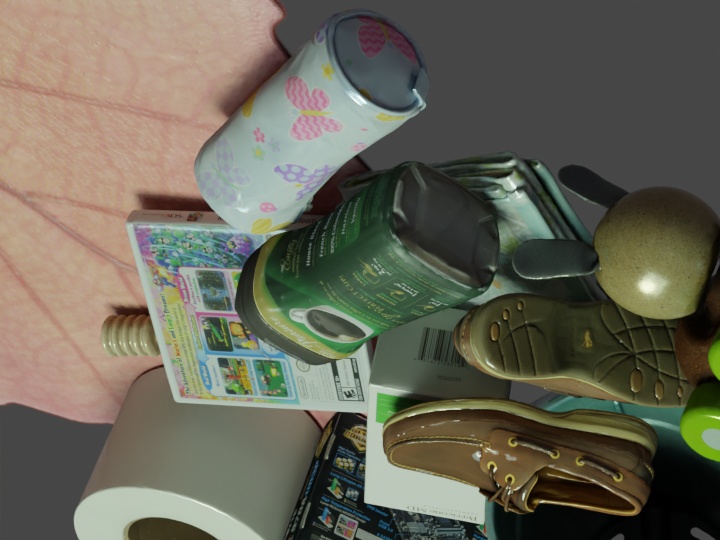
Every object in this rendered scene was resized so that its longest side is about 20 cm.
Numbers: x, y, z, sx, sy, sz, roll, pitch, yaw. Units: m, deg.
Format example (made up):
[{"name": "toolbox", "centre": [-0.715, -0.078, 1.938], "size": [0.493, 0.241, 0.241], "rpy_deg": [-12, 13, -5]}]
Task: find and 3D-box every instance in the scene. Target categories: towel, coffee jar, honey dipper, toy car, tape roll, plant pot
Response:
[{"name": "towel", "centre": [0.093, -0.006, 1.350], "size": [0.171, 0.048, 0.200], "rpy_deg": [-6, 135, 34]}, {"name": "coffee jar", "centre": [0.000, 0.000, 1.292], "size": [0.104, 0.085, 0.200], "rpy_deg": [30, 144, -28]}, {"name": "honey dipper", "centre": [-0.125, 0.056, 1.528], "size": [0.200, 0.038, 0.038], "rpy_deg": [-1, 138, 21]}, {"name": "toy car", "centre": [0.210, 0.004, 1.228], "size": [0.200, 0.164, 0.158], "rpy_deg": [23, 143, 11]}, {"name": "tape roll", "centre": [-0.142, 0.200, 1.625], "size": [0.202, 0.139, 0.203], "rpy_deg": [12, 142, 9]}, {"name": "plant pot", "centre": [0.217, 0.215, 1.399], "size": [0.200, 0.200, 0.196], "rpy_deg": [2, 151, 21]}]

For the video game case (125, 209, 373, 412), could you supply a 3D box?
[{"name": "video game case", "centre": [-0.084, 0.035, 1.463], "size": [0.182, 0.024, 0.200], "rpy_deg": [2, 131, 15]}]

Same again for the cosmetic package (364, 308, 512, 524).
[{"name": "cosmetic package", "centre": [0.061, 0.113, 1.412], "size": [0.107, 0.085, 0.200], "rpy_deg": [9, 146, 6]}]

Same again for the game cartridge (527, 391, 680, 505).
[{"name": "game cartridge", "centre": [0.201, 0.150, 1.501], "size": [0.133, 0.040, 0.200], "rpy_deg": [38, 138, -17]}]

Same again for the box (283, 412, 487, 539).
[{"name": "box", "centre": [0.040, 0.233, 1.570], "size": [0.200, 0.159, 0.046], "rpy_deg": [26, 144, -9]}]

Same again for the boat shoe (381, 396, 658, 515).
[{"name": "boat shoe", "centre": [0.113, 0.137, 1.293], "size": [0.200, 0.068, 0.072], "rpy_deg": [5, 147, 5]}]

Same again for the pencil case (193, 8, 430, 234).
[{"name": "pencil case", "centre": [-0.036, -0.100, 1.259], "size": [0.091, 0.083, 0.200], "rpy_deg": [45, 137, -6]}]

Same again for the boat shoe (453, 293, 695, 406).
[{"name": "boat shoe", "centre": [0.161, 0.056, 1.295], "size": [0.200, 0.072, 0.068], "rpy_deg": [10, 173, -21]}]
